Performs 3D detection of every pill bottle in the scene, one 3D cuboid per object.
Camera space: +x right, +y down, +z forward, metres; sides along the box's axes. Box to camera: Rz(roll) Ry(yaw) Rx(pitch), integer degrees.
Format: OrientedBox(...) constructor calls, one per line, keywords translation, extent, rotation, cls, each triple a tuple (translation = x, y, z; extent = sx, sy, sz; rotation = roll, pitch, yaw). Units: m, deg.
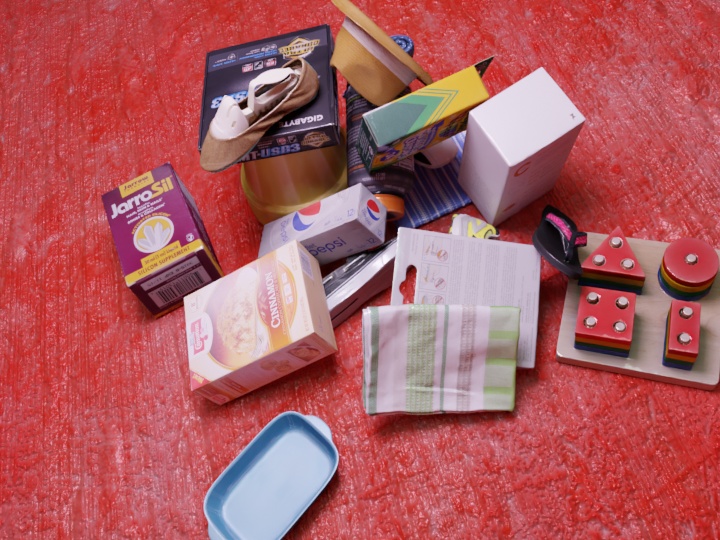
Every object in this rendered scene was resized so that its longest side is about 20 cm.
OrientedBox(translation=(0.029, -0.180, 1.097), extent=(0.104, 0.106, 0.205), rotation=(-3, 80, 12), cls="pill bottle")

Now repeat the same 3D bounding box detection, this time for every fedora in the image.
OrientedBox(translation=(0.015, -0.286, 0.987), extent=(0.082, 0.199, 0.201), rotation=(-48, 56, 13), cls="fedora")

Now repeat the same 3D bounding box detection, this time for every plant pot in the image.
OrientedBox(translation=(-0.109, -0.190, 1.130), extent=(0.196, 0.190, 0.204), rotation=(-7, 57, 10), cls="plant pot")

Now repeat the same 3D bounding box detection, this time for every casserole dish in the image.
OrientedBox(translation=(-0.110, 0.277, 0.926), extent=(0.120, 0.039, 0.200), rotation=(34, 70, 29), cls="casserole dish")

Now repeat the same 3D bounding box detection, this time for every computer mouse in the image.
OrientedBox(translation=(0.079, -0.229, 1.174), extent=(0.109, 0.044, 0.199), rotation=(-38, 47, -20), cls="computer mouse")

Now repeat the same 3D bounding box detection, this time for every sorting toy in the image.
OrientedBox(translation=(0.372, 0.033, 0.946), extent=(0.196, 0.070, 0.202), rotation=(9, 61, 19), cls="sorting toy")

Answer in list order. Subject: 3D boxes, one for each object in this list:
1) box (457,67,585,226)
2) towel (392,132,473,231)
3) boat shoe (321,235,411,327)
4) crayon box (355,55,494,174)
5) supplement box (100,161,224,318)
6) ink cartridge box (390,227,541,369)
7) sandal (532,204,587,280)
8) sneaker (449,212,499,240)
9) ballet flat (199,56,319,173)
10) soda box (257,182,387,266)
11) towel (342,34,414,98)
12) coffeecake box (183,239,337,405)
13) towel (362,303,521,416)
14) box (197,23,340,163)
OrientedBox(translation=(0.219, -0.166, 1.019), extent=(0.123, 0.201, 0.098), rotation=(-32, 72, -8), cls="box")
OrientedBox(translation=(0.121, -0.152, 1.151), extent=(0.197, 0.024, 0.146), rotation=(-24, 57, -2), cls="towel")
OrientedBox(translation=(0.000, 0.000, 1.053), extent=(0.199, 0.072, 0.071), rotation=(-36, 61, -8), cls="boat shoe")
OrientedBox(translation=(0.094, -0.210, 0.989), extent=(0.197, 0.126, 0.052), rotation=(-27, 84, -8), cls="crayon box")
OrientedBox(translation=(-0.313, -0.051, 1.143), extent=(0.129, 0.104, 0.202), rotation=(-28, 56, -4), cls="supplement box")
OrientedBox(translation=(0.138, 0.037, 0.954), extent=(0.195, 0.057, 0.166), rotation=(7, 79, 1), cls="ink cartridge box")
OrientedBox(translation=(0.275, -0.053, 0.975), extent=(0.074, 0.045, 0.201), rotation=(35, 30, -4), cls="sandal")
OrientedBox(translation=(0.153, 0.010, 1.012), extent=(0.075, 0.076, 0.204), rotation=(8, 66, 7), cls="sneaker")
OrientedBox(translation=(-0.138, -0.211, 0.939), extent=(0.199, 0.073, 0.068), rotation=(-37, 61, -9), cls="ballet flat")
OrientedBox(translation=(-0.058, -0.054, 1.056), extent=(0.198, 0.068, 0.065), rotation=(-19, 49, 36), cls="soda box")
OrientedBox(translation=(0.028, -0.321, 1.176), extent=(0.110, 0.200, 0.049), rotation=(-30, 87, -5), cls="towel")
OrientedBox(translation=(-0.145, 0.074, 1.014), extent=(0.197, 0.073, 0.156), rotation=(-26, 55, 15), cls="coffeecake box")
OrientedBox(translation=(0.100, 0.115, 0.902), extent=(0.195, 0.152, 0.031), rotation=(-1, 21, 0), cls="towel")
OrientedBox(translation=(-0.129, -0.251, 1.032), extent=(0.196, 0.050, 0.202), rotation=(-9, 56, 9), cls="box")
